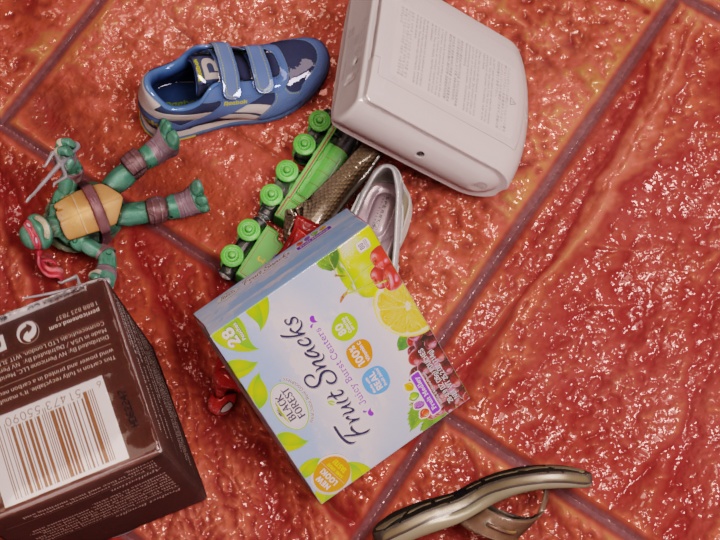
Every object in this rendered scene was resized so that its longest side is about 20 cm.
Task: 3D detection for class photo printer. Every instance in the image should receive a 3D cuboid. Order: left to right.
[{"bbox_3d":[0.073,-0.170,1.434,0.199,0.069,0.167,24,57,-28],"label":"photo printer"}]

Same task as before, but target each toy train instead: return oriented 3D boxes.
[{"bbox_3d":[-0.067,-0.068,1.475,0.056,0.042,0.200,31,76,4],"label":"toy train"}]

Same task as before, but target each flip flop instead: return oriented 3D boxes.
[{"bbox_3d":[0.109,0.216,1.344,0.199,0.081,0.058,-20,87,-1],"label":"flip flop"}]

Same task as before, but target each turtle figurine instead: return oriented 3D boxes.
[{"bbox_3d":[-0.253,-0.059,1.453,0.199,0.101,0.150,-27,105,-18],"label":"turtle figurine"}]

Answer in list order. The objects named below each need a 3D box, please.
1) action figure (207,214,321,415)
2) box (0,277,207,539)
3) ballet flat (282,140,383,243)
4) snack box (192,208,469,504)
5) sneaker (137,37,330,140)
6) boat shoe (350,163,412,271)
[{"bbox_3d":[-0.067,0.061,1.402,0.099,0.065,0.200,30,106,-10],"label":"action figure"},{"bbox_3d":[-0.251,0.136,1.333,0.165,0.200,0.165,-22,70,-3],"label":"box"},{"bbox_3d":[-0.013,-0.099,1.452,0.046,0.067,0.200,35,72,-1],"label":"ballet flat"},{"bbox_3d":[-0.024,0.076,1.345,0.168,0.068,0.201,-34,114,-8],"label":"snack box"},{"bbox_3d":[-0.125,-0.185,1.498,0.199,0.082,0.074,-19,68,-3],"label":"sneaker"},{"bbox_3d":[0.002,0.000,1.430,0.074,0.065,0.203,16,72,10],"label":"boat shoe"}]
